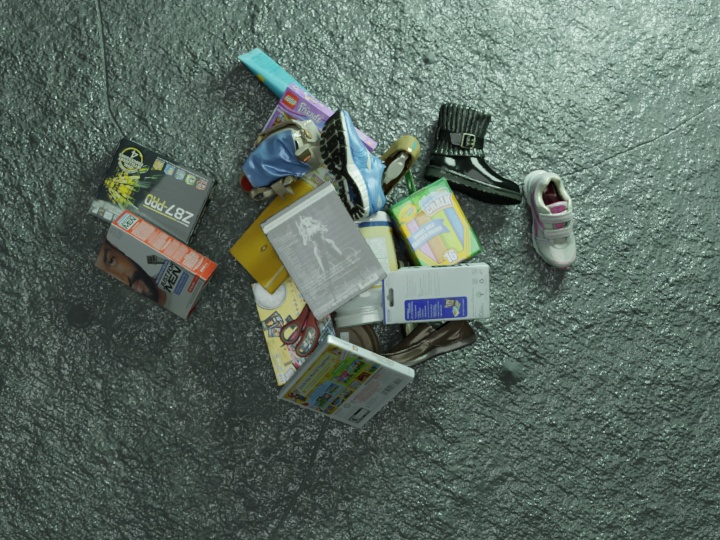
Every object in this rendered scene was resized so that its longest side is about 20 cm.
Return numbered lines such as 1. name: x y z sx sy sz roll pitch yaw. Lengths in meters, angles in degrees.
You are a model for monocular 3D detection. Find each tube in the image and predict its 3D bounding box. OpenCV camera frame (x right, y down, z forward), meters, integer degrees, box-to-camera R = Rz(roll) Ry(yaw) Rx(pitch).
1. tube: -0.145 -0.354 1.509 0.200 0.078 0.050 43 120 -4

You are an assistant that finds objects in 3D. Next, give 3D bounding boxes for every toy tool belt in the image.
1. toy tool belt: -0.160 -0.192 1.437 0.199 0.123 0.125 -29 104 23

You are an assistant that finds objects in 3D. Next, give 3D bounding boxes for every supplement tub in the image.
1. supplement tub: 0.000 0.000 1.462 0.142 0.144 0.203 -8 85 -4

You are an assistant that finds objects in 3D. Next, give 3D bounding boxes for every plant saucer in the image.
1. plant saucer: -0.059 0.167 1.521 0.197 0.029 0.203 0 88 -4

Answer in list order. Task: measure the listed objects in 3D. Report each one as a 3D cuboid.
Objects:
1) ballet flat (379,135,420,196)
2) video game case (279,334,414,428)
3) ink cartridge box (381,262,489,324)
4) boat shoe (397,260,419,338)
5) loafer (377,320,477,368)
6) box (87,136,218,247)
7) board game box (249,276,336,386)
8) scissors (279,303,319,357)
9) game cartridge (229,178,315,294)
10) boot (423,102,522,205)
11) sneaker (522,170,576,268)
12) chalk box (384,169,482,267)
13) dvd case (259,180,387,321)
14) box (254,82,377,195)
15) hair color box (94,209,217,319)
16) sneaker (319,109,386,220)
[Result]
1. ballet flat: 0.036 -0.170 1.460 0.068 0.063 0.200 33 120 -12
2. video game case: -0.028 0.209 1.438 0.181 0.200 0.023 24 43 -19
3. ink cartridge box: 0.134 0.041 1.413 0.197 0.039 0.101 -3 100 -6
4. boat shoe: 0.107 0.076 1.515 0.065 0.072 0.204 -10 95 -9
5. loafer: 0.116 0.131 1.460 0.198 0.073 0.072 -19 90 -9
6. box: -0.396 -0.141 1.494 0.198 0.049 0.163 25 92 -2
7. board game box: -0.120 0.104 1.486 0.134 0.035 0.202 -15 90 -3
8. scissors: -0.085 0.065 1.446 0.073 0.014 0.202 28 99 4
9. game cartridge: -0.142 -0.070 1.458 0.200 0.176 0.032 -47 130 -3
10. boot: 0.235 -0.227 1.521 0.209 0.079 0.160 19 83 -7
11. sneaker: 0.374 -0.101 1.522 0.080 0.088 0.202 -18 90 -4
12. chalk box: 0.125 -0.094 1.489 0.123 0.124 0.201 -29 90 -4
13. dvd case: -0.066 -0.035 1.375 0.148 0.016 0.201 -32 88 -1
14. box: -0.086 -0.242 1.488 0.199 0.039 0.137 35 117 -4
15. hair color box: -0.383 -0.010 1.458 0.199 0.064 0.111 31 122 -4
16. sneaker: -0.008 -0.193 1.407 0.089 0.078 0.202 -15 87 -41
